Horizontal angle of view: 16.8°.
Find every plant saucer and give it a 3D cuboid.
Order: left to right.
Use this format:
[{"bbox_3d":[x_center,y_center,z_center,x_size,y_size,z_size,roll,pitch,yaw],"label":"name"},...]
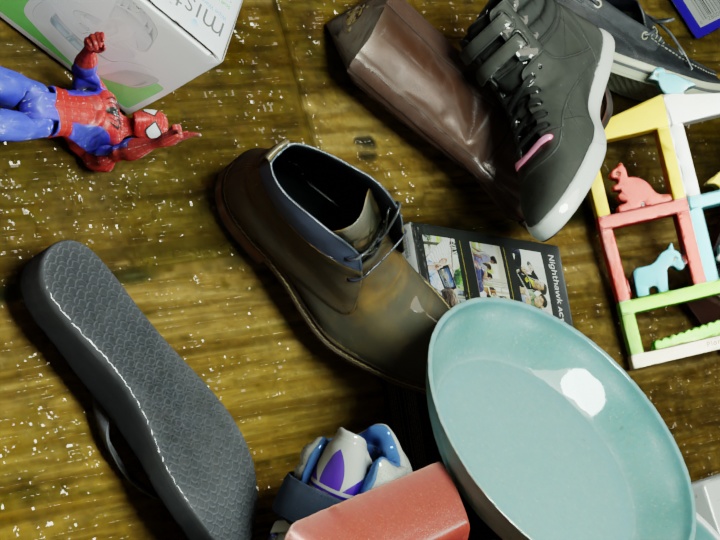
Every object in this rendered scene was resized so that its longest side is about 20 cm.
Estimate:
[{"bbox_3d":[-0.005,0.215,1.293,0.199,0.036,0.202,-12,120,-64],"label":"plant saucer"},{"bbox_3d":[0.109,0.106,1.422,0.199,0.036,0.201,27,37,-23],"label":"plant saucer"}]

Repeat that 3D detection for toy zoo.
[{"bbox_3d":[0.228,-0.043,1.700,0.130,0.020,0.202,-13,85,-3],"label":"toy zoo"}]

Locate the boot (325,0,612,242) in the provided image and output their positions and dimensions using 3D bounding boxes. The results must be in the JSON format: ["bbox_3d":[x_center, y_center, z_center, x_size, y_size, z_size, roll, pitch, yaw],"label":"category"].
[{"bbox_3d":[0.072,-0.134,1.632,0.200,0.064,0.187,38,33,-13],"label":"boot"}]

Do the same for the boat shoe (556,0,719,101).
[{"bbox_3d":[0.190,-0.163,1.744,0.199,0.074,0.063,18,81,-35],"label":"boat shoe"}]

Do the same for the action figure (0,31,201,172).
[{"bbox_3d":[-0.170,-0.097,1.343,0.199,0.099,0.066,6,70,-46],"label":"action figure"}]

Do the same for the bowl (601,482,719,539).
[{"bbox_3d":[0.143,0.241,1.488,0.200,0.105,0.202,14,64,-30],"label":"bowl"}]

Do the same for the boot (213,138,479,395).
[{"bbox_3d":[0.000,0.000,1.434,0.200,0.097,0.075,40,72,-4],"label":"boot"}]

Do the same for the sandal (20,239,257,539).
[{"bbox_3d":[-0.123,0.074,1.358,0.201,0.043,0.076,57,34,-5],"label":"sandal"}]

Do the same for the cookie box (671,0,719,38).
[{"bbox_3d":[0.281,-0.306,1.901,0.172,0.075,0.200,55,44,-12],"label":"cookie box"}]

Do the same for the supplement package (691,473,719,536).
[{"bbox_3d":[0.242,0.237,1.593,0.116,0.117,0.202,-10,81,-48],"label":"supplement package"}]

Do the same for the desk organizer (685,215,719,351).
[{"bbox_3d":[0.295,-0.036,1.791,0.071,0.077,0.201,31,60,-6],"label":"desk organizer"}]

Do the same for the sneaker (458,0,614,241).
[{"bbox_3d":[0.103,-0.107,1.548,0.099,0.071,0.201,33,41,-19],"label":"sneaker"}]

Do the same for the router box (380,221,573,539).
[{"bbox_3d":[0.080,0.077,1.547,0.148,0.051,0.202,8,67,-45],"label":"router box"}]

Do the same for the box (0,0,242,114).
[{"bbox_3d":[-0.155,-0.225,1.410,0.200,0.096,0.177,37,51,-29],"label":"box"}]

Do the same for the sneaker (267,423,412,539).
[{"bbox_3d":[-0.037,0.158,1.326,0.200,0.080,0.148,-30,134,-55],"label":"sneaker"}]
